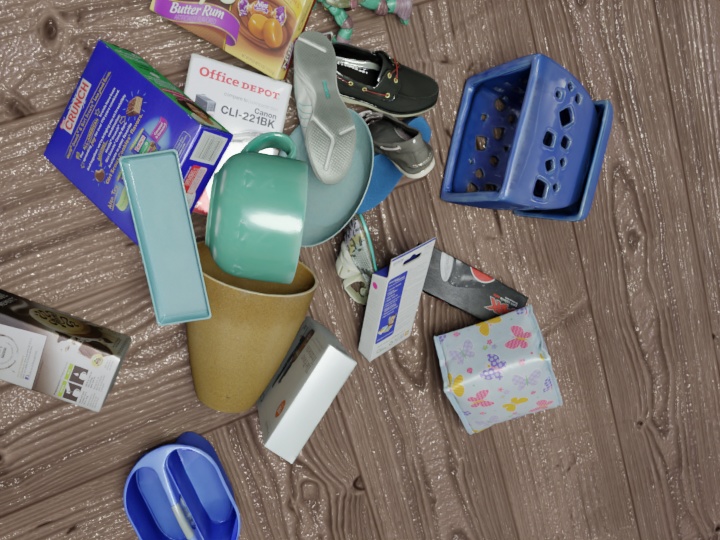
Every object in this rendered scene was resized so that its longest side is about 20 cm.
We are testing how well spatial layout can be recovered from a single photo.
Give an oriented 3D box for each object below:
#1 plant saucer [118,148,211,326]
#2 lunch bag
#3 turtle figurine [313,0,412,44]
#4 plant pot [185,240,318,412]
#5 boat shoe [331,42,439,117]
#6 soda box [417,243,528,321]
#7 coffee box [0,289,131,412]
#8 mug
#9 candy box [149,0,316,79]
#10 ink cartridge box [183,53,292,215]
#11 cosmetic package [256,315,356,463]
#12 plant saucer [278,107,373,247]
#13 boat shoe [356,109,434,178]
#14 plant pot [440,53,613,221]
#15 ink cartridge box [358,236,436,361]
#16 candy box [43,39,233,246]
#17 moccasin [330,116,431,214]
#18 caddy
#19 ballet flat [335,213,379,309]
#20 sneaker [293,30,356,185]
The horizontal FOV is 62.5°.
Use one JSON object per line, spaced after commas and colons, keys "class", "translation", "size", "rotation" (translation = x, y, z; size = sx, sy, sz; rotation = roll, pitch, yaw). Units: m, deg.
{"class": "plant saucer", "translation": [-0.228, -0.037, 0.703], "size": [0.067, 0.019, 0.207], "rotation": [-8, 108, -1]}
{"class": "lunch bag", "translation": [0.220, 0.169, 0.938], "size": [0.165, 0.130, 0.202], "rotation": [-20, 134, 14]}
{"class": "turtle figurine", "translation": [-0.027, -0.393, 0.848], "size": [0.194, 0.100, 0.155], "rotation": [-15, 102, -19]}
{"class": "plant pot", "translation": [-0.172, 0.086, 0.835], "size": [0.180, 0.187, 0.206], "rotation": [12, 108, -15]}
{"class": "boat shoe", "translation": [0.030, -0.280, 0.872], "size": [0.195, 0.063, 0.076], "rotation": [8, 66, -16]}
{"class": "soda box", "translation": [0.171, 0.030, 0.963], "size": [0.196, 0.063, 0.073], "rotation": [26, 90, -17]}
{"class": "coffee box", "translation": [-0.420, 0.103, 0.790], "size": [0.195, 0.113, 0.082], "rotation": [24, 91, -17]}
{"class": "mug", "translation": [-0.134, -0.077, 0.753], "size": [0.110, 0.187, 0.156], "rotation": [7, 121, -13]}
{"class": "candy box", "translation": [-0.169, -0.357, 0.791], "size": [0.196, 0.057, 0.119], "rotation": [28, 109, -1]}
{"class": "ink cartridge box", "translation": [-0.186, -0.177, 0.833], "size": [0.140, 0.084, 0.207], "rotation": [12, 94, -15]}
{"class": "cosmetic package", "translation": [-0.084, 0.157, 0.840], "size": [0.051, 0.200, 0.153], "rotation": [32, 88, -15]}
{"class": "plant saucer", "translation": [-0.050, -0.129, 0.842], "size": [0.038, 0.198, 0.207], "rotation": [21, 92, -50]}
{"class": "boat shoe", "translation": [0.032, -0.195, 0.832], "size": [0.066, 0.199, 0.058], "rotation": [-39, 136, -12]}
{"class": "plant pot", "translation": [0.254, -0.181, 0.896], "size": [0.175, 0.199, 0.207], "rotation": [13, 93, -21]}
{"class": "ink cartridge box", "translation": [0.052, 0.039, 0.877], "size": [0.093, 0.037, 0.204], "rotation": [-26, 144, -36]}
{"class": "candy box", "translation": [-0.284, -0.159, 0.753], "size": [0.199, 0.077, 0.171], "rotation": [39, 104, 15]}
{"class": "moccasin", "translation": [0.027, -0.154, 0.904], "size": [0.198, 0.068, 0.082], "rotation": [-39, 117, -12]}
{"class": "caddy", "translation": [-0.257, 0.341, 0.864], "size": [0.138, 0.105, 0.205], "rotation": [-25, 102, -9]}
{"class": "ballet flat", "translation": [0.000, 0.000, 0.873], "size": [0.071, 0.072, 0.202], "rotation": [-35, 142, -9]}
{"class": "sneaker", "translation": [-0.052, -0.212, 0.808], "size": [0.068, 0.080, 0.208], "rotation": [-7, 81, -17]}
